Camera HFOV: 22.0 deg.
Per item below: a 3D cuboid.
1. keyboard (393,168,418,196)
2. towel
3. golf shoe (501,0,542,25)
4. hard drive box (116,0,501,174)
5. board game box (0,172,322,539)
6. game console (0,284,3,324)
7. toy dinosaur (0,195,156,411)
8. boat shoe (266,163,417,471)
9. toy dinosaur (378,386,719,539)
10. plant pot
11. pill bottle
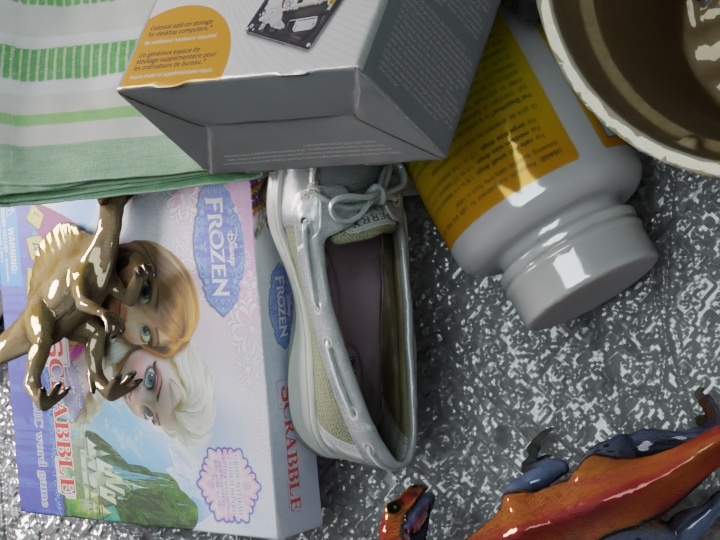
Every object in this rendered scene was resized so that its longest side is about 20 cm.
[{"bbox_3d":[0.020,-0.142,1.050,0.056,0.011,0.202,-8,81,28],"label":"keyboard"},{"bbox_3d":[-0.130,-0.127,0.986,0.151,0.023,0.201,-6,58,4],"label":"towel"},{"bbox_3d":[0.123,-0.214,0.921,0.077,0.095,0.201,32,67,2],"label":"golf shoe"},{"bbox_3d":[-0.008,-0.153,0.889,0.155,0.077,0.201,-1,59,39],"label":"hard drive box"},{"bbox_3d":[-0.116,0.040,1.026,0.198,0.041,0.202,-1,96,37],"label":"board game box"},{"bbox_3d":[-0.257,-0.075,1.105,0.200,0.176,0.117,-46,33,12],"label":"game console"},{"bbox_3d":[-0.165,0.027,1.012,0.200,0.058,0.102,-45,54,26],"label":"toy dinosaur"},{"bbox_3d":[-0.001,0.001,0.948,0.065,0.074,0.204,10,104,48],"label":"boat shoe"},{"bbox_3d":[0.099,0.109,0.917,0.180,0.200,0.106,-12,60,-9],"label":"toy dinosaur"},{"bbox_3d":[0.199,-0.134,0.869,0.199,0.183,0.202,-1,87,19],"label":"plant pot"},{"bbox_3d":[0.073,-0.074,0.961,0.109,0.109,0.201,-32,76,17],"label":"pill bottle"}]
